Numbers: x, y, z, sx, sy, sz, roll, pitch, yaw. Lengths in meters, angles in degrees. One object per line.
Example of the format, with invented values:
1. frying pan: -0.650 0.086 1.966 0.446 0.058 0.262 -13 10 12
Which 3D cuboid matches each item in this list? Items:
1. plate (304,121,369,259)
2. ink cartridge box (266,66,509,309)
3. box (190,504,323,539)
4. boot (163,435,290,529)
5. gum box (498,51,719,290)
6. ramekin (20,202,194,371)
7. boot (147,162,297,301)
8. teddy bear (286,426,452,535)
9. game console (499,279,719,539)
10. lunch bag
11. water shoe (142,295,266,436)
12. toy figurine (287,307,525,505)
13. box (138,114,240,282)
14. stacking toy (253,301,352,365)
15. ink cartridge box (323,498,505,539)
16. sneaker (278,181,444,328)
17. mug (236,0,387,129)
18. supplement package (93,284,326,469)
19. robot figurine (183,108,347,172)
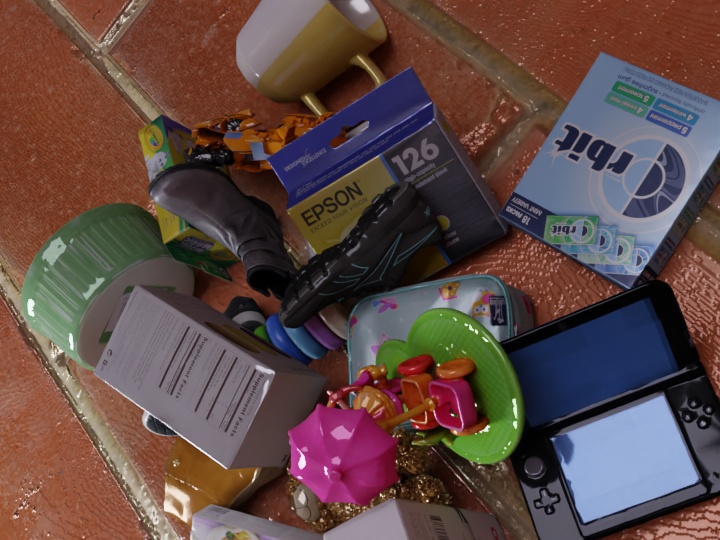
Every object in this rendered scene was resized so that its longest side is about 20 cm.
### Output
1. plate: 0.005 -0.087 1.197 0.199 0.032 0.200 -28 61 21
2. ink cartridge box: 0.025 -0.080 1.103 0.197 0.047 0.200 -30 105 21
3. box: -0.084 0.291 1.077 0.199 0.041 0.039 9 101 22
4. boot: -0.150 0.206 1.166 0.144 0.071 0.202 20 90 31
5. gum box: 0.261 -0.098 1.031 0.170 0.045 0.200 35 94 35
6. ramekin: -0.299 0.027 1.252 0.098 0.200 0.200 39 96 28
7. boot: -0.142 -0.041 1.171 0.070 0.200 0.132 -45 52 22
8. teddy bear: -0.001 0.221 1.047 0.199 0.145 0.067 0 31 28
9. game console: 0.217 0.134 0.916 0.200 0.118 0.171 -24 62 13
10. lunch bag: 0.084 0.094 1.056 0.200 0.077 0.161 -11 68 29
11. water shoe: -0.184 0.117 1.235 0.200 0.071 0.079 -43 31 11
12. toy figurine: 0.010 0.131 0.903 0.200 0.184 0.151 1 109 54
13. box: -0.204 -0.086 1.276 0.048 0.117 0.200 -29 61 24
14. stacking toy: -0.098 0.095 1.158 0.200 0.085 0.085 -38 57 12
15. ink cartridge box: 0.071 0.294 0.921 0.084 0.200 0.145 -32 59 22
16. sneaker: 0.000 0.000 1.066 0.200 0.079 0.075 -42 21 10
17. mug: -0.067 -0.271 1.242 0.153 0.149 0.187 -40 48 24
18. supplement package: -0.157 0.111 1.080 0.200 0.114 0.110 28 95 27
19. robot figurine: -0.119 -0.157 1.228 0.200 0.145 0.058 9 115 41
